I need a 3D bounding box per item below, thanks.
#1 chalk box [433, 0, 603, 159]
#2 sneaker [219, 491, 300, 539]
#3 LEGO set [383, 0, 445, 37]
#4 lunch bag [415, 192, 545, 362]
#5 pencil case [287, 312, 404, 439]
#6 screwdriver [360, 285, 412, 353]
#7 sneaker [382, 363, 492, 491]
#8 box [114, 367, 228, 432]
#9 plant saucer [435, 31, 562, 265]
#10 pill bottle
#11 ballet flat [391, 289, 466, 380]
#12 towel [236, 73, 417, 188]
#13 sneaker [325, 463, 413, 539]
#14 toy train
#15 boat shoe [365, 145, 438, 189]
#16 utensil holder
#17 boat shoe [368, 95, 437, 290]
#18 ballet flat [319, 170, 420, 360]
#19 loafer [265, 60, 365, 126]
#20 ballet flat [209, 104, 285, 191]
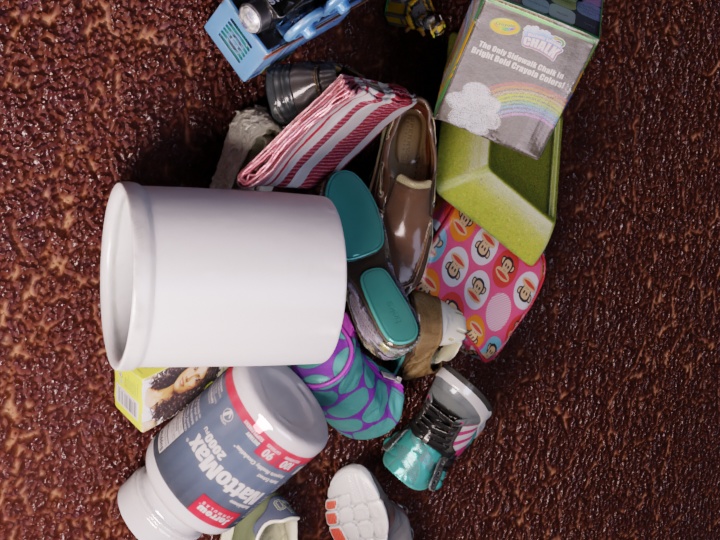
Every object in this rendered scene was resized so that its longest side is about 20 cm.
[{"bbox_3d":[0.168,-0.240,1.666,0.124,0.123,0.201,-75,-173,-52],"label":"chalk box"},{"bbox_3d":[-0.107,0.327,1.750,0.067,0.089,0.203,-2,106,-43],"label":"sneaker"},{"bbox_3d":[0.102,-0.335,1.703,0.199,0.115,0.155,-38,126,-27],"label":"LEGO set"},{"bbox_3d":[0.124,-0.014,1.856,0.177,0.082,0.200,-56,132,-14],"label":"lunch bag"},{"bbox_3d":[-0.018,0.110,1.725,0.092,0.086,0.200,-31,154,5],"label":"pencil case"},{"bbox_3d":[0.034,0.051,1.741,0.029,0.200,0.028,22,67,-9],"label":"screwdriver"},{"bbox_3d":[0.079,0.182,1.848,0.121,0.083,0.200,-47,163,-14],"label":"sneaker"},{"bbox_3d":[-0.150,0.080,1.645,0.199,0.050,0.076,-29,142,-33],"label":"box"},{"bbox_3d":[0.163,-0.137,1.818,0.199,0.047,0.202,34,54,-44],"label":"plant saucer"},{"bbox_3d":[-0.138,0.184,1.609,0.200,0.120,0.119,-42,137,20],"label":"pill bottle"},{"bbox_3d":[0.076,0.070,1.781,0.071,0.200,0.069,0,66,-4],"label":"ballet flat"},{"bbox_3d":[-0.027,-0.127,1.592,0.144,0.023,0.200,-42,168,17],"label":"towel"},{"bbox_3d":[0.018,0.287,1.884,0.082,0.076,0.202,-60,141,-48],"label":"sneaker"},{"bbox_3d":[-0.053,-0.264,1.589,0.199,0.114,0.087,-37,90,-37],"label":"toy train"},{"bbox_3d":[0.027,-0.061,1.752,0.073,0.063,0.202,37,75,-5],"label":"boat shoe"},{"bbox_3d":[-0.128,0.008,1.526,0.197,0.170,0.172,2,104,-19],"label":"utensil holder"},{"bbox_3d":[0.043,-0.080,1.685,0.074,0.075,0.205,3,82,-9],"label":"boat shoe"},{"bbox_3d":[0.000,0.000,1.654,0.071,0.072,0.202,-3,65,-41],"label":"ballet flat"},{"bbox_3d":[-0.023,-0.168,1.635,0.200,0.071,0.074,-7,87,-70],"label":"loafer"},{"bbox_3d":[-0.119,-0.062,1.629,0.071,0.071,0.202,8,99,-43],"label":"ballet flat"}]
